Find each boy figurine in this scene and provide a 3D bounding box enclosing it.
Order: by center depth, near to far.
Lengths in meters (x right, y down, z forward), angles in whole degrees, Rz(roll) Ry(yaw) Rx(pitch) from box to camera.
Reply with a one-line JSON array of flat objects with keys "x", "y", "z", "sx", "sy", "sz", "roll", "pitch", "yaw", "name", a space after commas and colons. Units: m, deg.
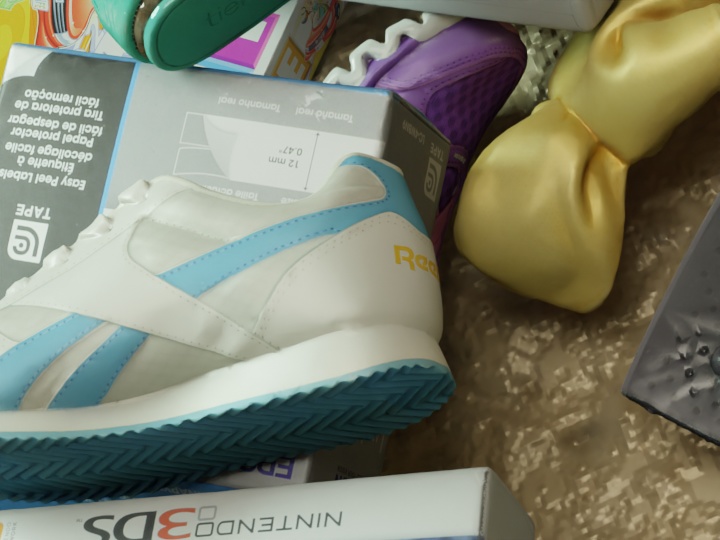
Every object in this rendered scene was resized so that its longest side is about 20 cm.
[{"x": 0.109, "y": -0.075, "z": 0.999, "sx": 0.064, "sy": 0.124, "sz": 0.200, "roll": 38, "pitch": 81, "yaw": -13, "name": "boy figurine"}]

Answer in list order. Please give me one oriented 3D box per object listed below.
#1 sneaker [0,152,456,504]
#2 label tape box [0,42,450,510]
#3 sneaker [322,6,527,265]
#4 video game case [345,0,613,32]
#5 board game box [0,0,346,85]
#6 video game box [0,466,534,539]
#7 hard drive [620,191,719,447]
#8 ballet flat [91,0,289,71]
[{"x": -0.071, "y": 0.020, "z": 0.905, "sx": 0.199, "sy": 0.077, "sz": 0.081, "roll": -11, "pitch": 69, "yaw": 11, "name": "sneaker"}, {"x": -0.064, "y": 0.035, "z": 0.968, "sx": 0.142, "sy": 0.066, "sz": 0.201, "roll": 9, "pitch": 78, "yaw": 22, "name": "label tape box"}, {"x": 0.000, "y": 0.000, "z": 1.030, "sx": 0.088, "sy": 0.080, "sz": 0.200, "roll": 40, "pitch": 92, "yaw": 26, "name": "sneaker"}, {"x": 0.038, "y": -0.163, "z": 1.065, "sx": 0.199, "sy": 0.023, "sz": 0.183, "roll": 11, "pitch": 52, "yaw": 34, "name": "video game case"}, {"x": -0.090, "y": -0.072, "z": 1.120, "sx": 0.134, "sy": 0.034, "sz": 0.201, "roll": 17, "pitch": 75, "yaw": 28, "name": "board game box"}, {"x": -0.047, "y": 0.160, "z": 0.857, "sx": 0.181, "sy": 0.047, "sz": 0.201, "roll": -9, "pitch": 57, "yaw": 24, "name": "video game box"}, {"x": 0.189, "y": -0.013, "z": 0.969, "sx": 0.134, "sy": 0.042, "sz": 0.201, "roll": 27, "pitch": 79, "yaw": 30, "name": "hard drive"}, {"x": -0.005, "y": -0.137, "z": 0.970, "sx": 0.199, "sy": 0.068, "sz": 0.071, "roll": -28, "pitch": 61, "yaw": -15, "name": "ballet flat"}]
